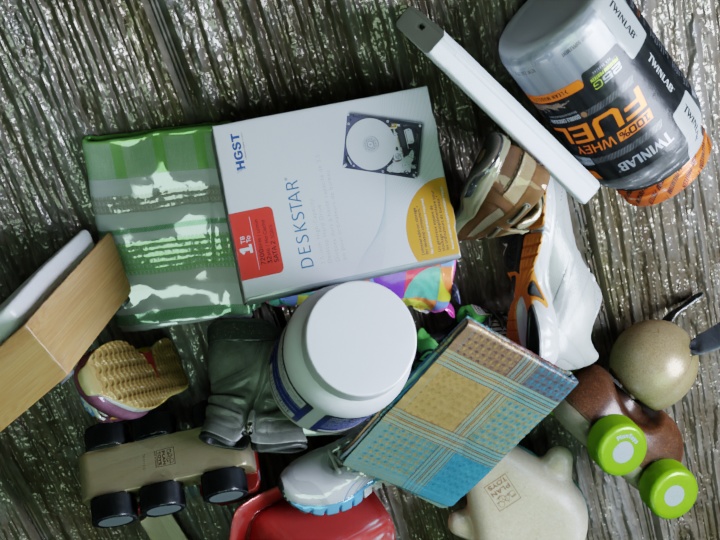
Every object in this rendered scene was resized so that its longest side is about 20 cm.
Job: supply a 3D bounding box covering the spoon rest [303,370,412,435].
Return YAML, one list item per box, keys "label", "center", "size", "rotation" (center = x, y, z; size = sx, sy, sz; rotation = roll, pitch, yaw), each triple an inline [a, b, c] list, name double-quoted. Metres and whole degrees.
- label: "spoon rest"
  center: [-0.013, 0.137, 1.212]
  size: [0.196, 0.061, 0.101]
  rotation: [-8, 118, -2]

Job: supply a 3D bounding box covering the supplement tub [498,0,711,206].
- label: "supplement tub"
  center: [0.224, -0.161, 1.052]
  size: [0.122, 0.123, 0.200]
  rotation: [-38, 115, 13]

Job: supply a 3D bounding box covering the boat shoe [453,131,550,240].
- label: "boat shoe"
  center: [0.126, -0.059, 1.053]
  size: [0.073, 0.200, 0.077]
  rotation: [25, 82, 4]

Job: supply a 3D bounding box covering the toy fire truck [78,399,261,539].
- label: "toy fire truck"
  center: [-0.183, 0.235, 1.224]
  size: [0.173, 0.131, 0.201]
  rotation: [-13, 157, 1]

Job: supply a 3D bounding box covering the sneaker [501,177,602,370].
- label: "sneaker"
  center: [0.193, 0.001, 1.141]
  size: [0.090, 0.075, 0.204]
  rotation: [2, 89, -26]

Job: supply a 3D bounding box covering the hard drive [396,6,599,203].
- label: "hard drive"
  center: [0.120, -0.149, 1.040]
  size: [0.199, 0.132, 0.026]
  rotation: [39, 101, -23]

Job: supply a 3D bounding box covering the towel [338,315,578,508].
- label: "towel"
  center: [0.092, 0.140, 1.112]
  size: [0.145, 0.022, 0.201]
  rotation: [28, 118, -26]

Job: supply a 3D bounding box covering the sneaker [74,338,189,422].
- label: "sneaker"
  center: [-0.233, 0.114, 1.105]
  size: [0.089, 0.200, 0.076]
  rotation: [-28, 82, 10]

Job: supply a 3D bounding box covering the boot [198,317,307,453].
- label: "boot"
  center: [-0.060, 0.118, 1.150]
  size: [0.196, 0.133, 0.068]
  rotation: [-1, 156, -5]

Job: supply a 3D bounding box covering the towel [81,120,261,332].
- label: "towel"
  center: [-0.180, -0.038, 1.120]
  size: [0.146, 0.031, 0.203]
  rotation: [-8, 117, -3]

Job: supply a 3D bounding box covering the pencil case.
- label: "pencil case"
  center: [0.000, 0.000, 1.131]
  size: [0.196, 0.089, 0.090]
  rotation: [4, 117, -6]

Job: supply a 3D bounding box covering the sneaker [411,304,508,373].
- label: "sneaker"
  center: [0.143, 0.071, 1.173]
  size: [0.197, 0.078, 0.087]
  rotation: [-20, 116, -12]

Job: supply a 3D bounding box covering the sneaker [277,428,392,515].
- label: "sneaker"
  center: [0.009, 0.180, 1.181]
  size: [0.197, 0.075, 0.088]
  rotation: [-15, 133, -19]

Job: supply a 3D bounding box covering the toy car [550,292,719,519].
- label: "toy car"
  center: [0.304, 0.114, 1.191]
  size: [0.157, 0.164, 0.201]
  rotation: [38, 95, -22]

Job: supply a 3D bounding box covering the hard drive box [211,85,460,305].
- label: "hard drive box"
  center: [-0.024, -0.065, 1.051]
  size: [0.196, 0.077, 0.159]
  rotation: [-12, 89, -8]

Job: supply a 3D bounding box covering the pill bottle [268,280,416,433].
- label: "pill bottle"
  center: [-0.017, 0.077, 1.032]
  size: [0.113, 0.200, 0.118]
  rotation: [2, 77, -10]

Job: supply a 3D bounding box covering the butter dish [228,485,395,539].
- label: "butter dish"
  center: [-0.032, 0.320, 1.222]
  size: [0.197, 0.147, 0.203]
  rotation: [-17, 125, -40]

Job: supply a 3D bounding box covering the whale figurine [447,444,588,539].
- label: "whale figurine"
  center: [0.162, 0.234, 1.274]
  size: [0.158, 0.104, 0.201]
  rotation: [-36, 91, 13]

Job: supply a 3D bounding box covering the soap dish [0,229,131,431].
- label: "soap dish"
  center: [-0.296, 0.061, 1.049]
  size: [0.157, 0.201, 0.081]
  rotation: [-38, 103, 22]
